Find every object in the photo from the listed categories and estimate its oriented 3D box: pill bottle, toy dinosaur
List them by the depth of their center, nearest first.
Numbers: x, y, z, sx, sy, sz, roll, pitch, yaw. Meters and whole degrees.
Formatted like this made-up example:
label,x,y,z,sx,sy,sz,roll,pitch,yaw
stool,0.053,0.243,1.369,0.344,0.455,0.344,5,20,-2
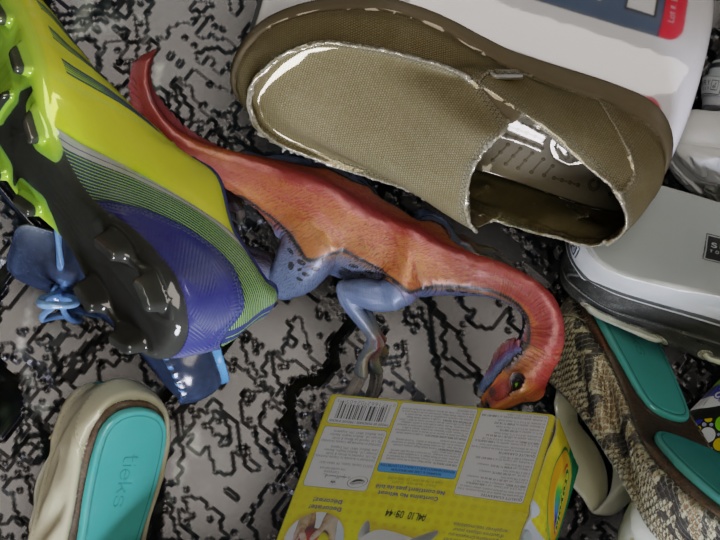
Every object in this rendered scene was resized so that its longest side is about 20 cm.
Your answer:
label,x,y,z,sx,sy,sz,roll,pitch,yaw
toy dinosaur,0.000,0.000,1.013,0.181,0.200,0.106,10,69,37
pill bottle,0.053,-0.114,1.046,0.199,0.120,0.120,17,84,-6

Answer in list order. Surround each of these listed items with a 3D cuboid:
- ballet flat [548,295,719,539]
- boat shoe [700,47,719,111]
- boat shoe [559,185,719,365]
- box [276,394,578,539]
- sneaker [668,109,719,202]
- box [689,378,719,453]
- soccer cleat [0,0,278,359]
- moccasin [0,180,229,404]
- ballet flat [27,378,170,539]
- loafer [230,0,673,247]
label,x,y,z,sx,sy,sz,roll,pitch,yaw
ballet flat,0.132,0.089,1.023,0.068,0.200,0.075,19,115,-33
boat shoe,0.268,-0.078,1.096,0.199,0.072,0.071,21,88,-4
boat shoe,0.189,0.015,1.028,0.199,0.064,0.071,20,60,6
box,0.013,0.151,0.964,0.117,0.048,0.201,4,53,26
sneaker,0.240,-0.063,1.037,0.199,0.078,0.100,8,72,20
box,0.216,0.136,1.013,0.070,0.200,0.064,-46,136,1
soccer cleat,-0.107,-0.045,0.982,0.083,0.065,0.201,-13,59,-39
moccasin,-0.135,-0.014,1.033,0.068,0.081,0.200,-31,70,-17
ballet flat,-0.135,0.144,1.029,0.069,0.069,0.201,16,93,-6
loafer,0.040,-0.062,0.967,0.199,0.068,0.076,11,127,-2
